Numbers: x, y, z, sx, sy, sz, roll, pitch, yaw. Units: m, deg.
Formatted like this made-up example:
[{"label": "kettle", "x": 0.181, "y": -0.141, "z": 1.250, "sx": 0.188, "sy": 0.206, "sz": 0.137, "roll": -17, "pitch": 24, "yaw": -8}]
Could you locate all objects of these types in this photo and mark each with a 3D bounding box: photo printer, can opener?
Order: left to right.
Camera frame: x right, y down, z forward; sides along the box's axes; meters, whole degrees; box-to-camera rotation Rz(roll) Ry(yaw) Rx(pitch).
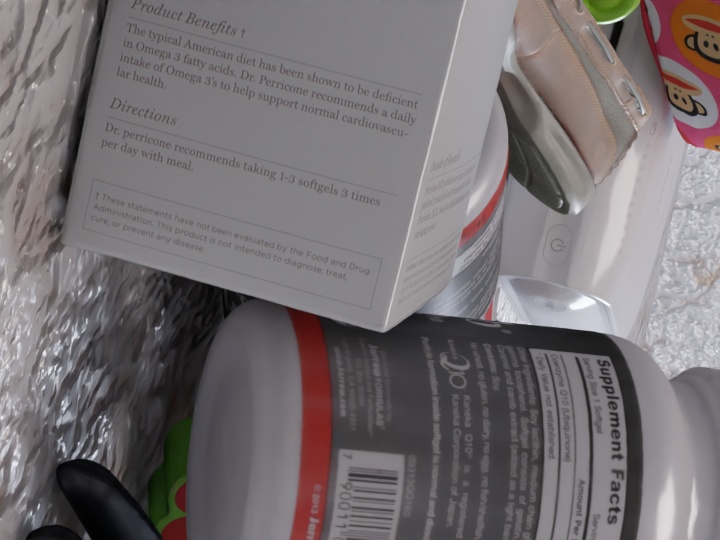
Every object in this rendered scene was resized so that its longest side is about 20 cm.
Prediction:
[{"label": "can opener", "x": -0.082, "y": 0.130, "z": 0.917, "sx": 0.200, "sy": 0.078, "sz": 0.063, "roll": 70, "pitch": 27, "yaw": -50}, {"label": "photo printer", "x": 0.120, "y": -0.052, "z": 1.214, "sx": 0.200, "sy": 0.069, "sz": 0.167, "roll": 51, "pitch": 54, "yaw": -77}]

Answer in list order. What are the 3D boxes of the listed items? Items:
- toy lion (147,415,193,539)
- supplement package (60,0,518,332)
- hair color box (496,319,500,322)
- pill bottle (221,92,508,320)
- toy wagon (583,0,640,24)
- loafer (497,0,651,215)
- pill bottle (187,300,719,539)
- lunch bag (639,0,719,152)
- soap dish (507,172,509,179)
[{"label": "toy lion", "x": 0.008, "y": 0.112, "z": 1.007, "sx": 0.192, "sy": 0.200, "sz": 0.069, "roll": 111, "pitch": -22, "yaw": -44}, {"label": "supplement package", "x": -0.011, "y": -0.096, "z": 0.807, "sx": 0.117, "sy": 0.117, "sz": 0.200, "roll": -30, "pitch": 134, "yaw": -75}, {"label": "hair color box", "x": 0.043, "y": 0.133, "z": 1.164, "sx": 0.200, "sy": 0.100, "sz": 0.061, "roll": -58, "pitch": 173, "yaw": 13}, {"label": "pill bottle", "x": 0.000, "y": 0.000, "z": 0.990, "sx": 0.200, "sy": 0.116, "sz": 0.116, "roll": 88, "pitch": 20, "yaw": -55}, {"label": "toy wagon", "x": 0.082, "y": -0.159, "z": 1.049, "sx": 0.200, "sy": 0.040, "sz": 0.155, "roll": -37, "pitch": -143, "yaw": 22}, {"label": "loafer", "x": 0.063, "y": -0.105, "z": 0.950, "sx": 0.063, "sy": 0.072, "sz": 0.200, "roll": -42, "pitch": 138, "yaw": -11}, {"label": "pill bottle", "x": 0.046, "y": 0.076, "z": 0.870, "sx": 0.116, "sy": 0.200, "sz": 0.116, "roll": -174, "pitch": -90, "yaw": -73}, {"label": "lunch bag", "x": 0.206, "y": -0.165, "z": 1.118, "sx": 0.200, "sy": 0.082, "sz": 0.176, "roll": -52, "pitch": 143, "yaw": -24}, {"label": "soap dish", "x": 0.037, "y": -0.059, "z": 1.188, "sx": 0.200, "sy": 0.081, "sz": 0.158, "roll": -59, "pitch": 161, "yaw": -56}]
